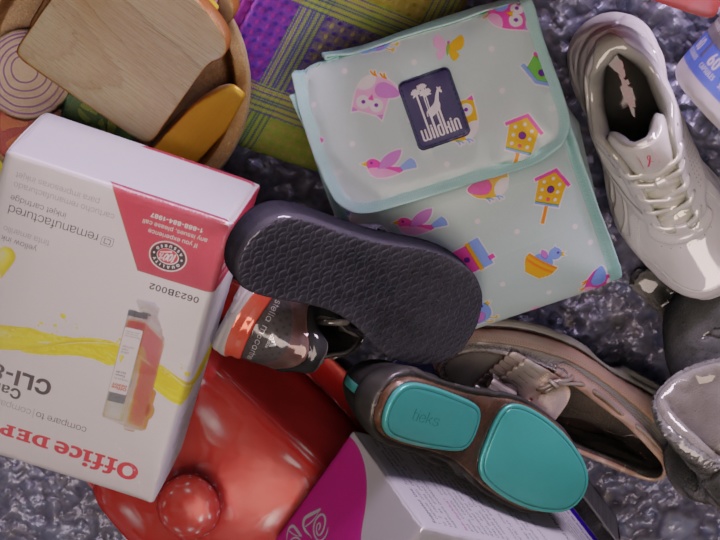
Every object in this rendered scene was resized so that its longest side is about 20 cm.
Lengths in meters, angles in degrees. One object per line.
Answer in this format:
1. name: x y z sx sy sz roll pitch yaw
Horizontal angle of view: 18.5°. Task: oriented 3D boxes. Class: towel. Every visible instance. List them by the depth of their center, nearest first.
1. towel: -0.014 -0.160 1.434 0.144 0.023 0.200 18 114 -26

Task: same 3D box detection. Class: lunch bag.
1. lunch bag: 0.060 -0.068 1.429 0.170 0.122 0.200 -18 119 4

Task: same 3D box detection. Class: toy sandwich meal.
1. toy sandwich meal: -0.158 -0.120 1.389 0.205 0.070 0.205 2 112 6

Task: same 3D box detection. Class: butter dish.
1. butter dish: -0.095 0.141 1.497 0.200 0.148 0.199 42 109 4

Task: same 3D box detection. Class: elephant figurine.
1. elephant figurine: 0.252 0.104 1.459 0.141 0.200 0.155 35 151 -27

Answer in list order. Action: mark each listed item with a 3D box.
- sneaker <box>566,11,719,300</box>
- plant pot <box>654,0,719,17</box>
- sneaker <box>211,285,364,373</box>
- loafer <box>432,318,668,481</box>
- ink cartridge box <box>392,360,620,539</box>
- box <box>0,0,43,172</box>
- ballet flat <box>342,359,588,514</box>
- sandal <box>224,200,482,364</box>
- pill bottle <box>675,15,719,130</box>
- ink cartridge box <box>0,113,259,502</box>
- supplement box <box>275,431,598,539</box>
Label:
1. sneaker: 0.185 -0.067 1.427 0.078 0.099 0.200 -26 96 11
2. plant pot: 0.157 -0.270 1.322 0.200 0.200 0.177 22 102 -8
3. sneaker: -0.036 0.032 1.434 0.082 0.200 0.077 28 107 4
4. loafer: 0.136 0.089 1.499 0.200 0.063 0.072 20 134 -30
5. ink cartridge box: 0.050 0.166 1.579 0.198 0.047 0.200 -33 111 14
6. box: -0.175 -0.108 1.463 0.117 0.048 0.200 11 111 -4
7. ballet flat: 0.066 0.100 1.434 0.200 0.068 0.068 30 88 -38
8. sandal: 0.000 -0.001 1.357 0.200 0.043 0.076 26 105 -39
9. pill bottle: 0.303 -0.163 1.395 0.114 0.114 0.200 36 109 -13
10. ink cartridge box: -0.162 0.025 1.370 0.145 0.083 0.200 18 113 2
11. supplement box: 0.060 0.190 1.467 0.200 0.103 0.101 18 115 -43
